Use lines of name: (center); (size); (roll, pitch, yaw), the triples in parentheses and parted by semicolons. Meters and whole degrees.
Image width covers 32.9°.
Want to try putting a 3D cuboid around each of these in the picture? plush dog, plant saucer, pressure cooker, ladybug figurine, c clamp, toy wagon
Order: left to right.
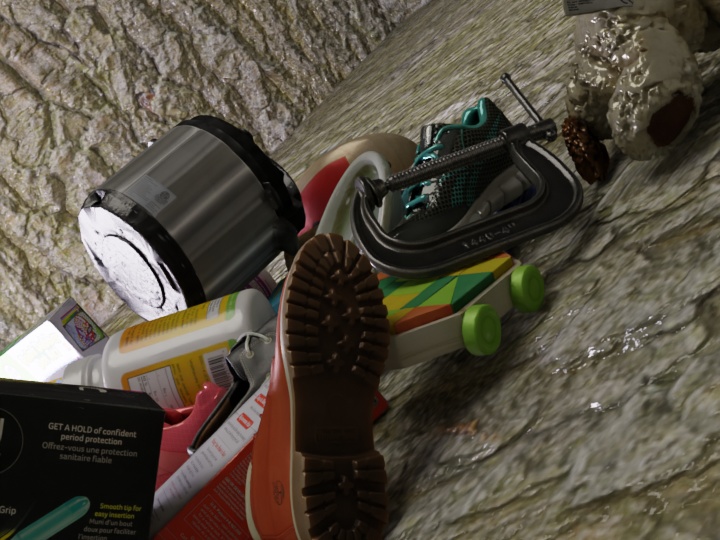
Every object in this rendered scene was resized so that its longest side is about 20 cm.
pressure cooker: (-0.161, -0.056, 1.236); (0.200, 0.177, 0.178); (-45, 15, -29)
ladybug figurine: (-0.005, -0.066, 1.330); (0.200, 0.134, 0.073); (-45, 37, 38)
plant saucer: (0.000, 0.000, 1.055); (0.200, 0.050, 0.203); (-163, 90, -72)
toy wagon: (0.052, 0.020, 0.863); (0.154, 0.040, 0.199); (-6, 18, 37)
c clamp: (0.075, -0.065, 0.909); (0.198, 0.027, 0.171); (-24, 47, -17)
plush dog: (0.211, -0.167, 0.948); (0.200, 0.160, 0.172); (-45, -15, -23)

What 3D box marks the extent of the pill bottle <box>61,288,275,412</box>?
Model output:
pill bottle: (-0.172, 0.098, 1.139); (0.197, 0.112, 0.111); (-17, 17, 11)

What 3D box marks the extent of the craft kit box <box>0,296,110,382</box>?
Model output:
craft kit box: (-0.309, 0.140, 1.383); (0.199, 0.198, 0.049); (-29, 15, 50)

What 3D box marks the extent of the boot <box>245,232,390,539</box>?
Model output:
boot: (-0.036, 0.081, 0.765); (0.107, 0.074, 0.203); (-24, 60, 57)

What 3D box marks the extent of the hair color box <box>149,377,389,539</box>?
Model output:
hair color box: (-0.078, 0.145, 0.922); (0.200, 0.061, 0.101); (-45, 12, -9)

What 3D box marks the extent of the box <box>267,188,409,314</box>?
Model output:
box: (-0.009, -0.008, 1.182); (0.199, 0.049, 0.082); (-38, 12, 27)

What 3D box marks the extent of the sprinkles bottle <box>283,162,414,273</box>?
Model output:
sprinkles bottle: (0.014, -0.045, 1.246); (0.199, 0.069, 0.068); (-30, 16, 27)

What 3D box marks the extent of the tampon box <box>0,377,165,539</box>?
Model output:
tampon box: (-0.227, 0.182, 0.851); (0.126, 0.148, 0.203); (180, 98, -73)

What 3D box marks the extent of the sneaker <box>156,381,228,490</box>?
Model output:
sneaker: (-0.168, 0.165, 1.090); (0.199, 0.087, 0.074); (-37, 11, 26)

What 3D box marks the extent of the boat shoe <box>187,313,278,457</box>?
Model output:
boat shoe: (-0.077, 0.076, 1.010); (0.202, 0.067, 0.072); (-65, 14, -14)

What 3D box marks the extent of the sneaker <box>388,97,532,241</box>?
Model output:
sneaker: (0.066, -0.071, 0.978); (0.200, 0.092, 0.077); (-39, 6, -40)

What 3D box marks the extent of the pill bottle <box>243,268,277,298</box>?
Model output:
pill bottle: (-0.172, 0.071, 1.343); (0.112, 0.113, 0.200); (-35, 7, 32)

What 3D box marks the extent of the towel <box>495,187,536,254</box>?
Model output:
towel: (0.078, -0.010, 1.086); (0.199, 0.024, 0.145); (-36, 15, 38)
